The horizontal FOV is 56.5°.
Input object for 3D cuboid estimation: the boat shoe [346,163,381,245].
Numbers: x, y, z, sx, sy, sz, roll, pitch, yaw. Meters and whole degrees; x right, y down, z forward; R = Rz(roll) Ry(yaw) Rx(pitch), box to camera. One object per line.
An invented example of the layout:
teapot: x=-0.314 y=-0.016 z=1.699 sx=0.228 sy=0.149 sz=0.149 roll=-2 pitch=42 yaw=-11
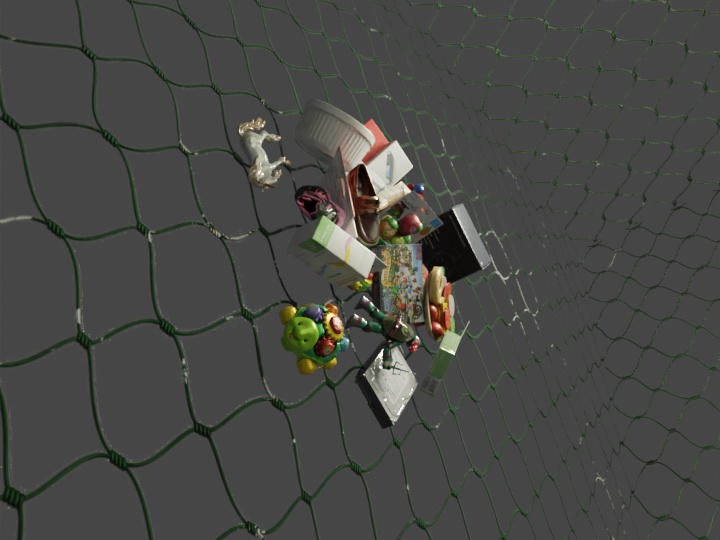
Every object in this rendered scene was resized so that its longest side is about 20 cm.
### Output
boat shoe: x=0.012 y=-0.162 z=1.618 sx=0.072 sy=0.072 sz=0.201 roll=-3 pitch=77 yaw=-21

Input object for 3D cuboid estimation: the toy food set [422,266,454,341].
toy food set: x=0.211 y=0.089 z=1.787 sx=0.198 sy=0.048 sz=0.201 roll=8 pitch=79 yaw=-69

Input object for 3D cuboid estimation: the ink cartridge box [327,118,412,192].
ink cartridge box: x=0.025 y=-0.296 z=1.855 sx=0.200 sy=0.045 sz=0.176 roll=-44 pitch=109 yaw=-20

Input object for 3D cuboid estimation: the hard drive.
hard drive: x=0.064 y=0.261 z=1.580 sx=0.140 sy=0.038 sz=0.200 roll=60 pitch=29 yaw=-6

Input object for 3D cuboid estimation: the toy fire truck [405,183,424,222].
toy fire truck: x=0.109 y=-0.166 z=1.875 sx=0.112 sy=0.167 sz=0.201 roll=45 pitch=33 yaw=-31

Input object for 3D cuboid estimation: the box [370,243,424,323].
box: x=0.094 y=0.035 z=1.683 sx=0.136 sy=0.038 sz=0.201 roll=-4 pitch=93 yaw=-33

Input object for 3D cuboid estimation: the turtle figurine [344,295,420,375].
turtle figurine: x=0.068 y=0.147 z=1.569 sx=0.199 sy=0.101 sz=0.150 roll=34 pitch=29 yaw=-3

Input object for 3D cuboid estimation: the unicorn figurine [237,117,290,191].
unicorn figurine: x=-0.219 y=-0.247 z=1.503 sx=0.200 sy=0.074 sz=0.137 roll=53 pitch=36 yaw=11

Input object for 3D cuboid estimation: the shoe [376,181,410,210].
shoe: x=0.051 y=-0.184 z=1.766 sx=0.199 sy=0.070 sz=0.054 roll=-25 pitch=89 yaw=-33

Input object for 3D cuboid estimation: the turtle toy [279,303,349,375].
turtle toy: x=-0.095 y=0.128 z=1.350 sx=0.200 sy=0.101 sz=0.146 roll=-4 pitch=70 yaw=-60

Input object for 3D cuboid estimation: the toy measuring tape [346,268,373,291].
toy measuring tape: x=0.000 y=0.000 z=1.667 sx=0.074 sy=0.073 sz=0.200 roll=54 pitch=19 yaw=-17

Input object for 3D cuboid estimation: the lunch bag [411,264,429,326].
lunch bag: x=0.138 y=0.067 z=1.831 sx=0.200 sy=0.082 sz=0.177 roll=1 pitch=70 yaw=-61

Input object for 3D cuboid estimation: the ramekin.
ramekin: x=-0.073 y=-0.333 z=1.691 sx=0.199 sy=0.105 sz=0.200 roll=30 pitch=-2 yaw=1

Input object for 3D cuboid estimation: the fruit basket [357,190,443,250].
fruit basket: x=0.097 y=-0.101 z=1.720 sx=0.185 sy=0.199 sz=0.094 roll=40 pitch=26 yaw=-50

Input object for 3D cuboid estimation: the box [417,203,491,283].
box: x=0.251 y=-0.064 z=2.002 sx=0.201 sy=0.196 sz=0.124 roll=64 pitch=28 yaw=-1

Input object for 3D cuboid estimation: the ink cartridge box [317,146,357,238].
ink cartridge box: x=-0.045 y=-0.162 z=1.594 sx=0.044 sy=0.176 sz=0.201 roll=2 pitch=61 yaw=-24

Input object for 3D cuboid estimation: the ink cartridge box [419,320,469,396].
ink cartridge box: x=0.225 y=0.223 z=1.776 sx=0.048 sy=0.146 sz=0.200 roll=25 pitch=28 yaw=8

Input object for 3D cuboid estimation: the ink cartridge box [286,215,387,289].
ink cartridge box: x=-0.050 y=-0.026 z=1.492 sx=0.200 sy=0.117 sz=0.068 roll=36 pitch=59 yaw=-23

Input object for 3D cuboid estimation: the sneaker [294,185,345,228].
sneaker: x=-0.112 y=-0.155 z=1.526 sx=0.095 sy=0.079 sz=0.200 roll=25 pitch=11 yaw=-37

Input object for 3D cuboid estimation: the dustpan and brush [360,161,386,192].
dustpan and brush: x=-0.014 y=-0.195 z=1.775 sx=0.139 sy=0.057 sz=0.201 roll=40 pitch=73 yaw=-24
